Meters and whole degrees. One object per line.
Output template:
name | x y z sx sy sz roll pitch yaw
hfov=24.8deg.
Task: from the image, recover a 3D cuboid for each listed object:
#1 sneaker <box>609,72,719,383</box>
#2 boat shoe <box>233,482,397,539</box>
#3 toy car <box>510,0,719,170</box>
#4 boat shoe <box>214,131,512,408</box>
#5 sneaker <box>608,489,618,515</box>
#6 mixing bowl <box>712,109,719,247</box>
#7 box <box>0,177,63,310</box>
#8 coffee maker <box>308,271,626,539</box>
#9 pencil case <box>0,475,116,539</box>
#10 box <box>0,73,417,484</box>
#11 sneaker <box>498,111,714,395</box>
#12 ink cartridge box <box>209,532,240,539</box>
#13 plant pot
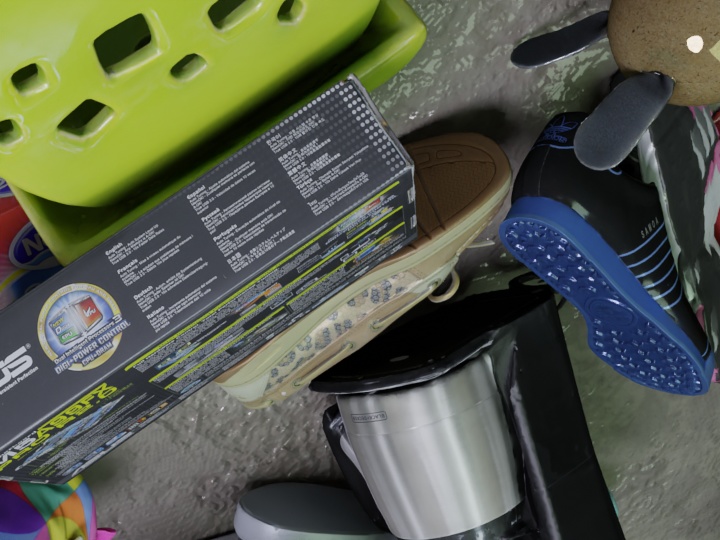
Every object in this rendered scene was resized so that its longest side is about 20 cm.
sneaker | 0.167 -0.022 0.974 0.080 0.086 0.202 -39 122 -46
boat shoe | -0.003 0.176 1.017 0.198 0.073 0.069 8 105 -49
toy car | 0.186 -0.119 0.857 0.198 0.165 0.159 -25 135 -4
boat shoe | 0.000 0.000 0.886 0.199 0.074 0.063 -33 138 7
sneaker | 0.130 0.234 1.152 0.086 0.078 0.201 -6 127 -35
mixing bowl | 0.295 -0.024 1.037 0.198 0.109 0.202 -18 132 -21
box | -0.146 -0.024 0.745 0.199 0.096 0.100 -26 135 -15
coffee maker | 0.089 0.120 0.936 0.191 0.134 0.202 -22 100 -20
pencil case | -0.190 0.157 0.784 0.087 0.200 0.089 6 114 14
box | -0.069 0.012 0.665 0.199 0.044 0.160 -35 171 -2
sneaker | 0.149 -0.005 0.906 0.200 0.070 0.078 45 59 -42
ink cartridge box | -0.101 0.236 0.952 0.198 0.137 0.077 -13 132 -25
plant pot | -0.097 -0.132 0.627 0.199 0.199 0.182 -33 142 -7
